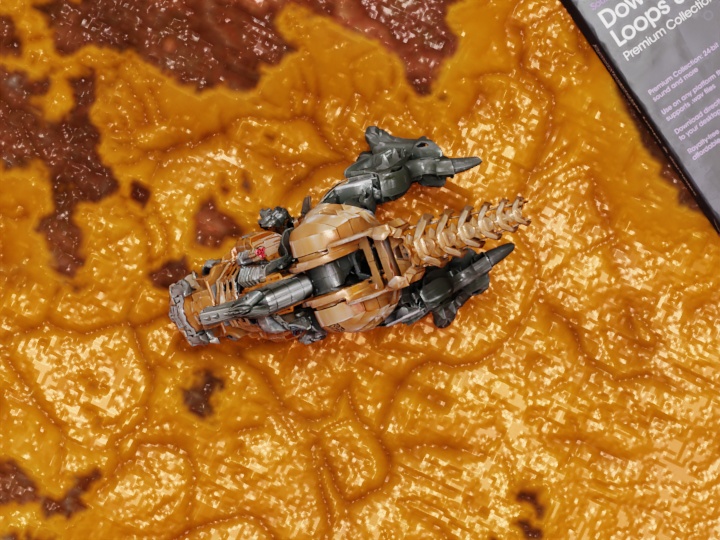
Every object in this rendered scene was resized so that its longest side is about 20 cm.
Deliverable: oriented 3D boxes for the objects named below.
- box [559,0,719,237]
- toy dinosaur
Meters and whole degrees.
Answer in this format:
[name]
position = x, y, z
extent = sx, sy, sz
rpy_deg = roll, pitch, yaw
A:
[box]
position = 0.201, -0.114, 1.273
extent = 0.143, 0.036, 0.201
rpy_deg = -36, 94, -2
[toy dinosaur]
position = 0.000, 0.000, 1.210
extent = 0.199, 0.135, 0.103
rpy_deg = 11, 113, 36
